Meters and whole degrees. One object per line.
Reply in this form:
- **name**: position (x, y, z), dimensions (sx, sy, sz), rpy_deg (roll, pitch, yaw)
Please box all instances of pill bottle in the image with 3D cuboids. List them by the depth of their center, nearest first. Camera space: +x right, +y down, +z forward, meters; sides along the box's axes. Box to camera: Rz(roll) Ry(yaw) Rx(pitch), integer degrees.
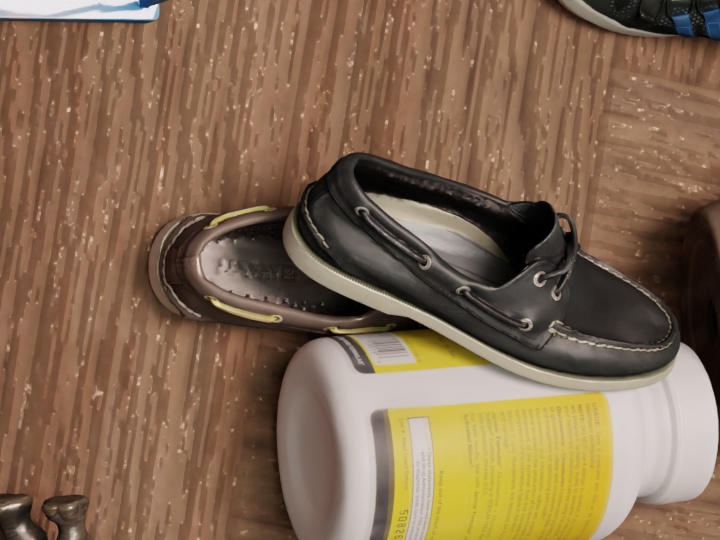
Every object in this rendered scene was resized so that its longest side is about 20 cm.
- **pill bottle**: position (0.068, 0.082, 1.186), dimensions (0.199, 0.112, 0.113), rpy_deg (-4, 92, -20)

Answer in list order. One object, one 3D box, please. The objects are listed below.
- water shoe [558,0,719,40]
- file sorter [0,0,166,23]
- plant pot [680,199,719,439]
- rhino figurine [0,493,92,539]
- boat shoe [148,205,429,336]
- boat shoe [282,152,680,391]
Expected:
- **water shoe**: position (0.195, -0.153, 1.250), dimensions (0.199, 0.079, 0.072), rpy_deg (7, 88, -20)
- **file sorter**: position (-0.146, -0.219, 1.099), dimensions (0.138, 0.123, 0.201), rpy_deg (-1, 90, -21)
- **plant pot**: position (0.258, 0.022, 1.230), dimensions (0.173, 0.200, 0.201), rpy_deg (-4, 92, -5)
- **rhino figurine**: position (-0.216, 0.161, 1.108), dimensions (0.199, 0.060, 0.088), rpy_deg (-11, 99, -18)
- **boat shoe**: position (0.000, 0.000, 1.187), dimensions (0.199, 0.059, 0.072), rpy_deg (3, 88, -21)
- **boat shoe**: position (0.067, -0.006, 1.131), dimensions (0.199, 0.066, 0.075), rpy_deg (23, 41, -7)
